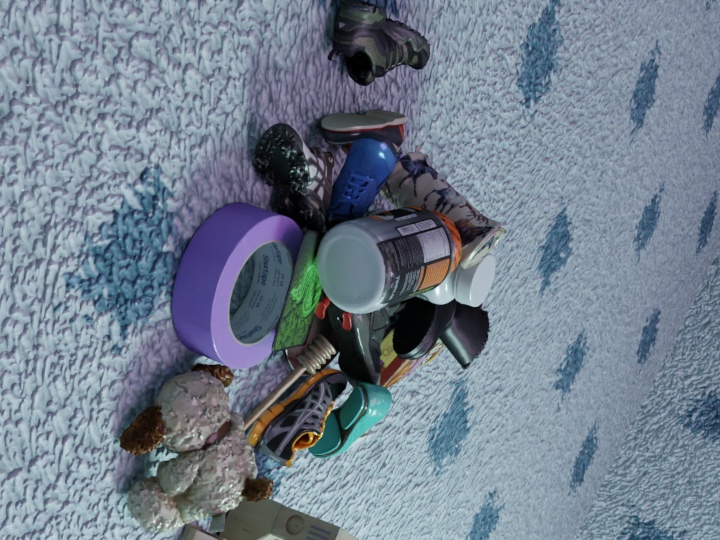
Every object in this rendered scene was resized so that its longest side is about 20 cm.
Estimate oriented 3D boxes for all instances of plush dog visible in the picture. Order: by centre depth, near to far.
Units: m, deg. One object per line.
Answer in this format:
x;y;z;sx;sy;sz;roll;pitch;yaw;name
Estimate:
-0.198;0.209;1.425;0.200;0.160;0.173;-42;118;-42;plush dog

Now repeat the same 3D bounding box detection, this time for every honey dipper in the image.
-0.117;0.168;1.599;0.200;0.038;0.038;-43;145;-13;honey dipper

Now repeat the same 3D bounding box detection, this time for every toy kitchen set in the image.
-0.142;0.416;1.590;0.201;0.179;0.163;-67;151;-17;toy kitchen set

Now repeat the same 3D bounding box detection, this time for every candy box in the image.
0.089;0.124;1.918;0.117;0.057;0.200;-51;166;33;candy box

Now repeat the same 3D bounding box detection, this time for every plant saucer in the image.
-0.062;0.052;1.671;0.200;0.034;0.202;-39;139;-45;plant saucer

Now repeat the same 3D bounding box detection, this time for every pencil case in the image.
0.118;-0.089;1.661;0.090;0.200;0.078;-53;158;17;pencil case

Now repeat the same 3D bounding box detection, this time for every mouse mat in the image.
-0.072;0.027;1.529;0.200;0.007;0.162;-1;108;-81;mouse mat

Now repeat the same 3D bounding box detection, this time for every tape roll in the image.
-0.149;0.019;1.458;0.200;0.065;0.201;-40;139;-46;tape roll

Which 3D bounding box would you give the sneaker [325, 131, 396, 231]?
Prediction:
-0.004;-0.110;1.560;0.200;0.066;0.079;123;-10;-60;sneaker

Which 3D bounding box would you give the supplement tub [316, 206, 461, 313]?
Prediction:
0.044;-0.019;1.555;0.199;0.122;0.123;-16;121;-52;supplement tub

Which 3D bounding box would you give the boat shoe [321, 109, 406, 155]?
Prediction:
0.005;-0.186;1.613;0.200;0.071;0.063;-20;127;-61;boat shoe

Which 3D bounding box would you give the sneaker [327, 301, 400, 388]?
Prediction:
0.016;0.093;1.723;0.114;0.076;0.200;-42;136;-34;sneaker

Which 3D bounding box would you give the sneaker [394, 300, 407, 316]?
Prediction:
0.097;-0.014;1.877;0.076;0.075;0.202;-17;120;-59;sneaker

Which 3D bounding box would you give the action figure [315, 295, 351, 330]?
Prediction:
0.000;0.000;1.642;0.052;0.065;0.200;94;20;-47;action figure

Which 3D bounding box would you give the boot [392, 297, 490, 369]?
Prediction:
0.133;0.096;1.827;0.163;0.073;0.199;50;43;-35;boot

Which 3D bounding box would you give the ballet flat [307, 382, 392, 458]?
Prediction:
-0.010;0.231;1.739;0.070;0.068;0.200;6;145;-28;ballet flat

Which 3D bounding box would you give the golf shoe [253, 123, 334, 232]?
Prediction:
-0.080;-0.138;1.489;0.200;0.077;0.095;78;32;-57;golf shoe

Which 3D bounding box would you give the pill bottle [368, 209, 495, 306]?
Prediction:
0.097;-0.014;1.740;0.111;0.199;0.111;-41;141;-44;pill bottle

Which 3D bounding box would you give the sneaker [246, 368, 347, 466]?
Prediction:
-0.080;0.213;1.671;0.200;0.077;0.078;-37;162;-41;sneaker

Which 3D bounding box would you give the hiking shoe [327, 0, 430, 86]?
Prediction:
0.020;-0.299;1.578;0.199;0.076;0.101;17;100;-54;hiking shoe
